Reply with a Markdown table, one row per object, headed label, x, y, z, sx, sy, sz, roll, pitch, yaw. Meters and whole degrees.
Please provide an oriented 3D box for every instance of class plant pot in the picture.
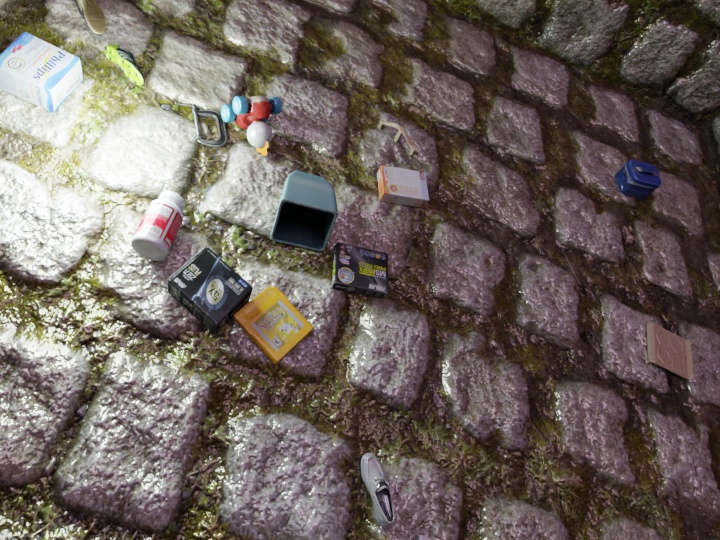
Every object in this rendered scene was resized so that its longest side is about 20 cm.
| label | x | y | z | sx | sy | sz | roll | pitch | yaw |
| --- | --- | --- | --- | --- | --- | --- | --- | --- | --- |
| plant pot | -0.188 | -0.222 | 1.844 | 0.190 | 0.198 | 0.204 | 12 | 49 | -14 |

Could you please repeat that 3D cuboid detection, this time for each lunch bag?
| label | x | y | z | sx | sy | sz | roll | pitch | yaw |
| --- | --- | --- | --- | --- | --- | --- | --- | --- | --- |
| lunch bag | 1.353 | -0.453 | 2.632 | 0.194 | 0.133 | 0.139 | 8 | 58 | -18 |

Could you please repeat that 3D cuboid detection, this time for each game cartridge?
| label | x | y | z | sx | sy | sz | roll | pitch | yaw |
| --- | --- | --- | --- | --- | --- | --- | --- | --- | --- |
| game cartridge | -0.269 | 0.163 | 1.680 | 0.200 | 0.033 | 0.176 | 45 | 55 | 6 |

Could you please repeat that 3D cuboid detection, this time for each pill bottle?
| label | x | y | z | sx | sy | sz | roll | pitch | yaw |
| --- | --- | --- | --- | --- | --- | --- | --- | --- | --- |
| pill bottle | -0.615 | -0.142 | 1.664 | 0.109 | 0.113 | 0.204 | 20 | 56 | -10 |

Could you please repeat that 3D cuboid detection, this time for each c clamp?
| label | x | y | z | sx | sy | sz | roll | pitch | yaw |
| --- | --- | --- | --- | --- | --- | --- | --- | --- | --- |
| c clamp | -0.570 | -0.525 | 1.960 | 0.167 | 0.027 | 0.204 | -7 | 63 | -31 |

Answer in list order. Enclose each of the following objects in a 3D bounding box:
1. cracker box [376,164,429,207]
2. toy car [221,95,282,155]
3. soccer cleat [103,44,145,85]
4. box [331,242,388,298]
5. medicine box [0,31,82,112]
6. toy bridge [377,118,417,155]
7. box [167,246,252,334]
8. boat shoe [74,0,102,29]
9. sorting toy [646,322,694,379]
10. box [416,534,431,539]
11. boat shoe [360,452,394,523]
| label | x | y | z | sx | sy | sz | roll | pitch | yaw |
| --- | --- | --- | --- | --- | --- | --- | --- | --- | --- |
| cracker box | 0.167 | -0.330 | 2.124 | 0.194 | 0.058 | 0.138 | 6 | 60 | -18 |
| toy car | -0.384 | -0.518 | 1.975 | 0.181 | 0.174 | 0.207 | -14 | 95 | -42 |
| soccer cleat | -0.840 | -0.751 | 1.955 | 0.199 | 0.068 | 0.081 | 43 | 42 | 6 |
| box | 0.000 | 0.000 | 1.874 | 0.194 | 0.044 | 0.164 | 12 | 58 | -15 |
| medicine box | -1.060 | -0.654 | 1.783 | 0.195 | 0.103 | 0.186 | 23 | 56 | -7 |
| toy bridge | 0.160 | -0.564 | 2.250 | 0.199 | 0.068 | 0.027 | 41 | 55 | 5 |
| box | -0.453 | 0.058 | 1.631 | 0.199 | 0.086 | 0.164 | 41 | 56 | 4 |
| boat shoe | -1.008 | -0.964 | 2.008 | 0.072 | 0.064 | 0.205 | -20 | 88 | -41 |
| sorting toy | 1.260 | 0.331 | 2.207 | 0.195 | 0.037 | 0.189 | 22 | 56 | -3 |
| box | 0.155 | 0.831 | 1.463 | 0.040 | 0.039 | 0.204 | 21 | 56 | -7 |
| boat shoe | 0.058 | 0.615 | 1.531 | 0.072 | 0.067 | 0.204 | -10 | 66 | -26 |
